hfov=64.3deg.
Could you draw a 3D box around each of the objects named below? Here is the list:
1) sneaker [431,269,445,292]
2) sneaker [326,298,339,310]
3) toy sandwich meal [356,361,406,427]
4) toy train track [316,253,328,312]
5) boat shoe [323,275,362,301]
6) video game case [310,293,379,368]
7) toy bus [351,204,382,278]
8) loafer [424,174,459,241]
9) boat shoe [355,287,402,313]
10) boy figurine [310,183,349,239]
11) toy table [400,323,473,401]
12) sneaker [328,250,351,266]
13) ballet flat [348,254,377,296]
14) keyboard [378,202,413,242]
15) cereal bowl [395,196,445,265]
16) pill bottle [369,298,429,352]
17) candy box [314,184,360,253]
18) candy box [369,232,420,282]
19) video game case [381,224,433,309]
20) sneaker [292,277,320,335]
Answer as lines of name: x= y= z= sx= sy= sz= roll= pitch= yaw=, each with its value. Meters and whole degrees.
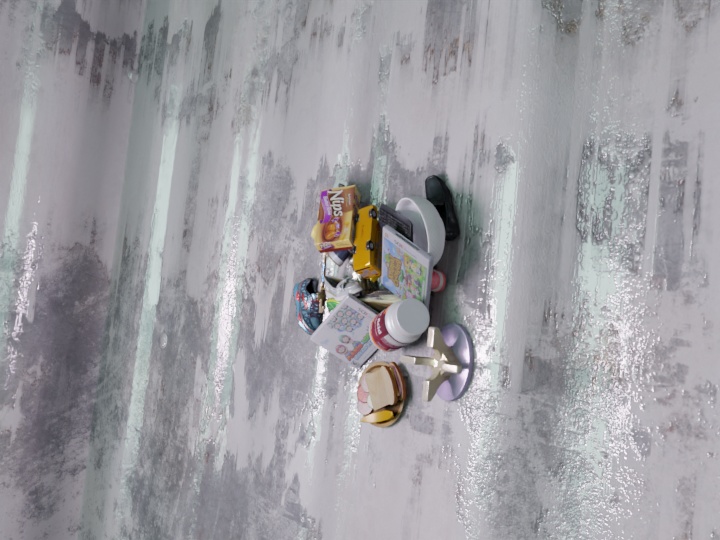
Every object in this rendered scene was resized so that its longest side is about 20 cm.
sneaker: x=0.143 y=0.006 z=1.611 sx=0.198 sy=0.086 sz=0.075 roll=15 pitch=94 yaw=44
sneaker: x=-0.042 y=0.139 z=1.776 sx=0.198 sy=0.073 sz=0.085 roll=20 pitch=93 yaw=43
toy sandwich meal: x=0.050 y=0.357 z=1.657 sx=0.203 sy=0.070 sz=0.210 roll=-8 pitch=78 yaw=42
toy train track: x=-0.109 y=0.035 z=1.842 sx=0.032 sy=0.115 sz=0.204 roll=5 pitch=96 yaw=8
boat shoe: x=-0.058 y=0.048 z=1.727 sx=0.201 sy=0.074 sz=0.066 roll=4 pitch=116 yaw=66
video game case: x=-0.022 y=0.183 z=1.693 sx=0.200 sy=0.181 sz=0.024 roll=-48 pitch=18 yaw=27
toy bus: x=0.025 y=-0.087 z=1.669 sx=0.064 sy=0.078 sz=0.203 roll=-17 pitch=55 yaw=35
loafer: x=0.218 y=-0.178 z=1.580 sx=0.068 sy=0.070 sz=0.204 roll=-29 pitch=64 yaw=33
boat shoe: x=0.075 y=0.085 z=1.669 sx=0.197 sy=0.072 sz=0.067 roll=-1 pitch=53 yaw=28
boy figurine: x=-0.085 y=-0.179 z=1.824 sx=0.123 sy=0.064 sz=0.202 roll=20 pitch=75 yaw=42
toy table: x=0.209 y=0.239 z=1.494 sx=0.182 sy=0.116 sz=0.204 roll=-11 pitch=77 yaw=42
sneaker: x=-0.055 y=-0.088 z=1.802 sx=0.109 sy=0.070 sz=0.200 roll=-48 pitch=19 yaw=8
ballet flat: x=0.000 y=0.000 z=1.756 sx=0.067 sy=0.075 sz=0.203 roll=-33 pitch=62 yaw=37
keyboard: x=0.096 y=-0.102 z=1.587 sx=0.200 sy=0.020 sz=0.129 roll=-136 pitch=37 yaw=-59
cereal bowl: x=0.168 y=-0.103 z=1.532 sx=0.200 sy=0.082 sz=0.204 roll=166 pitch=90 yaw=-70
pill bottle: x=0.104 y=0.147 z=1.550 sx=0.200 sy=0.112 sz=0.116 roll=135 pitch=130 yaw=-64
candy box: x=-0.068 y=-0.156 z=1.727 sx=0.114 sy=0.057 sz=0.203 roll=-5 pitch=60 yaw=19
candy box: x=0.087 y=-0.067 z=1.679 sx=0.200 sy=0.026 sz=0.103 roll=-42 pitch=45 yaw=15
video game case: x=0.121 y=0.003 z=1.539 sx=0.182 sy=0.022 sz=0.203 roll=39 pitch=144 yaw=37
sneaker: x=-0.165 y=0.115 z=1.894 sx=0.095 sy=0.079 sz=0.203 roll=-34 pitch=62 yaw=32
